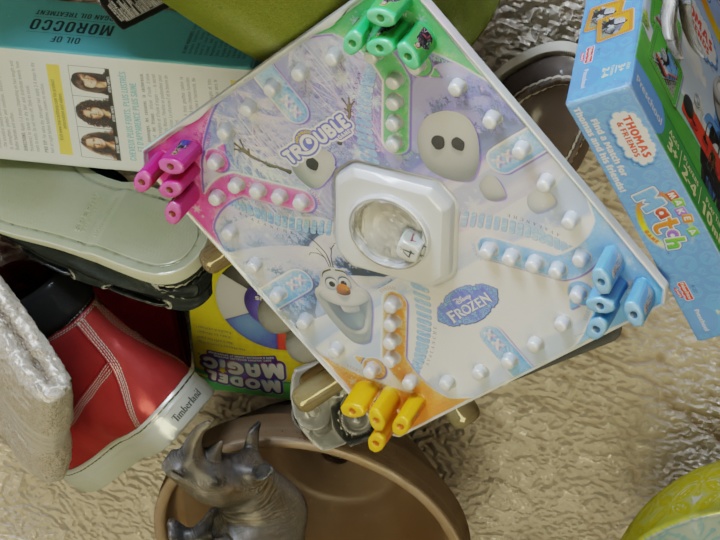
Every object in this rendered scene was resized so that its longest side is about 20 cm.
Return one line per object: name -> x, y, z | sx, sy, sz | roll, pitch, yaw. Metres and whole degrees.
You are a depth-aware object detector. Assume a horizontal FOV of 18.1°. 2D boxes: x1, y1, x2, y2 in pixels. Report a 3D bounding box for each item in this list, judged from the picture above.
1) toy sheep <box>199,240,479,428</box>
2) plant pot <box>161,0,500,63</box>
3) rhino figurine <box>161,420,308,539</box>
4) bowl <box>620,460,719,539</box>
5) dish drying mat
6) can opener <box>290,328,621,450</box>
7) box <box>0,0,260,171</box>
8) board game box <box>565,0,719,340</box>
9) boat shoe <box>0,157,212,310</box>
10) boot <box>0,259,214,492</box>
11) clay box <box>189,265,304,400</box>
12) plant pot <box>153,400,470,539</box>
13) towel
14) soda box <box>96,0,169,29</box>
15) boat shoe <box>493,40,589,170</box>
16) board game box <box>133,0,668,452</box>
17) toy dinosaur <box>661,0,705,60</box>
toy sheep -> 0.000, 0.000, 1.203 | 0.137, 0.138, 0.201 | -29, 99, 35
plant pot -> -0.029, -0.182, 1.082 | 0.199, 0.201, 0.193 | -17, 137, 28
rhino figurine -> -0.072, 0.160, 1.354 | 0.087, 0.060, 0.201 | -12, 129, 0
bowl -> 0.251, 0.175, 1.375 | 0.199, 0.108, 0.201 | 8, 133, 8
dish drying mat -> -0.207, 0.025, 1.425 | 0.198, 0.018, 0.077 | 4, 136, 10
can opener -> 0.051, 0.047, 1.322 | 0.199, 0.067, 0.054 | -21, 101, -2
box -> -0.148, -0.103, 1.268 | 0.198, 0.049, 0.083 | 6, 132, 10
board game box -> 0.156, -0.090, 1.092 | 0.036, 0.201, 0.152 | -16, 126, 26
boat shoe -> -0.164, -0.030, 1.306 | 0.198, 0.075, 0.066 | 19, 154, 24
boot -> -0.181, 0.059, 1.401 | 0.144, 0.072, 0.200 | 43, 152, -5
clay box -> -0.044, 0.012, 1.347 | 0.114, 0.048, 0.201 | 7, 132, 9
plant pot -> -0.025, 0.145, 1.434 | 0.199, 0.093, 0.202 | 7, 134, 8
towel -> -0.231, 0.023, 1.325 | 0.200, 0.034, 0.133 | 52, 159, 17
soda box -> -0.151, -0.222, 1.144 | 0.063, 0.071, 0.200 | -22, 123, 30
boat shoe -> 0.072, -0.045, 1.254 | 0.072, 0.060, 0.200 | 30, 133, -12
board game box -> 0.013, -0.018, 1.077 | 0.200, 0.026, 0.200 | -30, 108, 42
toy dinosaur -> 0.187, -0.195, 1.046 | 0.104, 0.201, 0.182 | -4, 152, 8
